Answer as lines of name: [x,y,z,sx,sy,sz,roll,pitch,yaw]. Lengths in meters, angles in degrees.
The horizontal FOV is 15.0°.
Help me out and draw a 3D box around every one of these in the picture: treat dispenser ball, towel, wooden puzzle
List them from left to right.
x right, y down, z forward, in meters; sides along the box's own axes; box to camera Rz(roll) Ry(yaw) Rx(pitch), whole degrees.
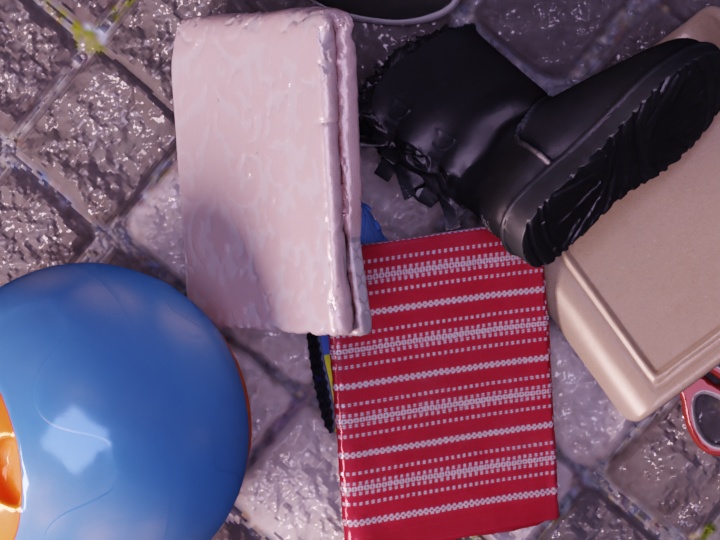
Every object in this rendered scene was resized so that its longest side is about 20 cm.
treat dispenser ball: [-0.165,0.096,1.644,0.200,0.201,0.202,0,93,3]
towel: [-0.054,-0.059,1.639,0.032,0.200,0.192,-6,95,-30]
towel: [0.050,0.074,1.682,0.144,0.022,0.201,-9,104,-19]
wooden puzzle: [0.194,-0.035,1.690,0.200,0.037,0.185,-37,75,8]

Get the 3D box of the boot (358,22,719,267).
boot: [0.106,-0.101,1.664,0.198,0.073,0.162,-41,52,-15]

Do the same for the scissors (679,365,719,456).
scissors: [0.184,0.035,1.720,0.200,0.014,0.073,43,96,1]

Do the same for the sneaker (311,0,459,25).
sneaker: [-0.031,-0.205,1.674,0.199,0.099,0.071,24,92,0]

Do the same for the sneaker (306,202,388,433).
sneaker: [0.000,0.000,1.704,0.078,0.066,0.201,-11,94,-8]
